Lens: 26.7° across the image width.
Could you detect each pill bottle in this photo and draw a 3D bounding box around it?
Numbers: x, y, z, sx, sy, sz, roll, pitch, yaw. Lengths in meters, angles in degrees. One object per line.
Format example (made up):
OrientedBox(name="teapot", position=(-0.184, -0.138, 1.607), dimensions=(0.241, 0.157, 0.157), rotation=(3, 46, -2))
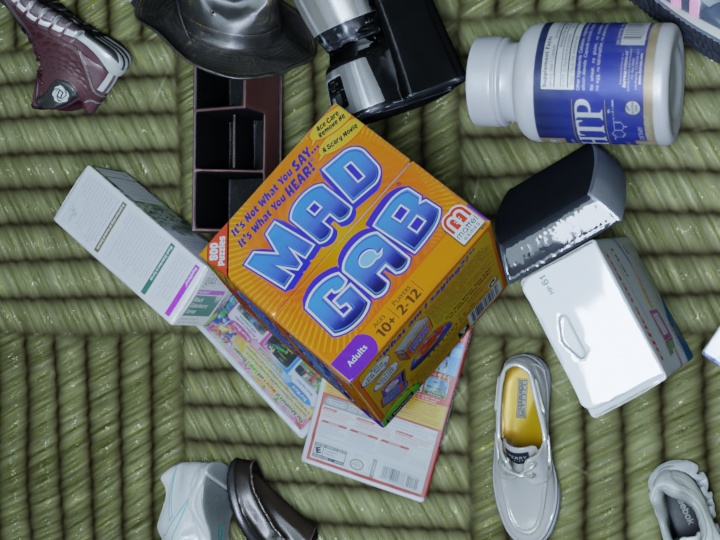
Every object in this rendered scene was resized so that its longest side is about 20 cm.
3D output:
OrientedBox(name="pill bottle", position=(0.212, -0.185, 1.494), dimensions=(0.200, 0.120, 0.120), rotation=(3, 94, 20))

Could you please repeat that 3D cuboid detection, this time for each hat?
OrientedBox(name="hat", position=(-0.131, -0.283, 1.577), dimensions=(0.200, 0.201, 0.081), rotation=(29, 127, 16))

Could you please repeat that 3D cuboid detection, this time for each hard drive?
OrientedBox(name="hard drive", position=(0.190, -0.063, 1.465), dimensions=(0.135, 0.200, 0.042), rotation=(-31, 103, 18))

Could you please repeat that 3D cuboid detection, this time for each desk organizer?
OrientedBox(name="desk organizer", position=(-0.133, -0.137, 1.630), dimensions=(0.072, 0.077, 0.200), rotation=(-2, 86, 26))

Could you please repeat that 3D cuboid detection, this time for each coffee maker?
OrientedBox(name="coffee maker", position=(0.030, -0.264, 1.541), dimensions=(0.192, 0.135, 0.200), rotation=(-22, 93, 3))

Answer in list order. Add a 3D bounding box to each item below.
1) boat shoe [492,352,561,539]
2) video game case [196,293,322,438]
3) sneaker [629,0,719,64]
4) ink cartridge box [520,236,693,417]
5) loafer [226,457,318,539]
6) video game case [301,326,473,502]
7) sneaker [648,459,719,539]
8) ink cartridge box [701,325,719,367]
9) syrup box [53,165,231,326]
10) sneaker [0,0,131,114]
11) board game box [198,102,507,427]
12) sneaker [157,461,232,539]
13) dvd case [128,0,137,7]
OrientedBox(name="boat shoe", position=(0.166, 0.187, 1.554), dimensions=(0.071, 0.070, 0.200), rotation=(2, 93, 20))
OrientedBox(name="video game case", position=(-0.071, 0.051, 1.659), dimensions=(0.200, 0.024, 0.182), rotation=(46, 106, 11))
OrientedBox(name="sneaker", position=(0.314, -0.286, 1.490), dimensions=(0.200, 0.070, 0.082), rotation=(41, 87, 11))
OrientedBox(name="ink cartridge box", position=(0.240, 0.049, 1.452), dimensions=(0.085, 0.200, 0.145), rotation=(-30, 83, 19))
OrientedBox(name="loafer", position=(-0.079, 0.288, 1.655), dimensions=(0.071, 0.073, 0.200), rotation=(-28, 88, 9))
OrientedBox(name="video game case", position=(0.027, 0.131, 1.611), dimensions=(0.143, 0.017, 0.200), rotation=(17, 100, 14))
OrientedBox(name="sneaker", position=(0.339, 0.286, 1.493), dimensions=(0.075, 0.081, 0.200), rotation=(-31, 84, 17))
OrientedBox(name="ink cartridge box", position=(0.465, 0.051, 1.456), dimensions=(0.196, 0.043, 0.200), rotation=(35, 106, 14))
OrientedBox(name="syrup box", position=(-0.234, -0.026, 1.671), dimensions=(0.200, 0.079, 0.082), rotation=(40, 104, 22))
OrientedBox(name="sneaker", position=(-0.366, -0.247, 1.726), dimensions=(0.200, 0.076, 0.116), rotation=(36, 107, 14))
OrientedBox(name="board game box", position=(0.000, 0.000, 1.499), dimensions=(0.200, 0.200, 0.200), rotation=(39, 82, 19))
OrientedBox(name="sneaker", position=(-0.184, 0.310, 1.697), dimensions=(0.080, 0.070, 0.201), rotation=(2, 90, 35))
OrientedBox(name="dvd case", position=(-0.260, -0.418, 1.709), dimensions=(0.149, 0.016, 0.200), rotation=(-42, 78, 16))
